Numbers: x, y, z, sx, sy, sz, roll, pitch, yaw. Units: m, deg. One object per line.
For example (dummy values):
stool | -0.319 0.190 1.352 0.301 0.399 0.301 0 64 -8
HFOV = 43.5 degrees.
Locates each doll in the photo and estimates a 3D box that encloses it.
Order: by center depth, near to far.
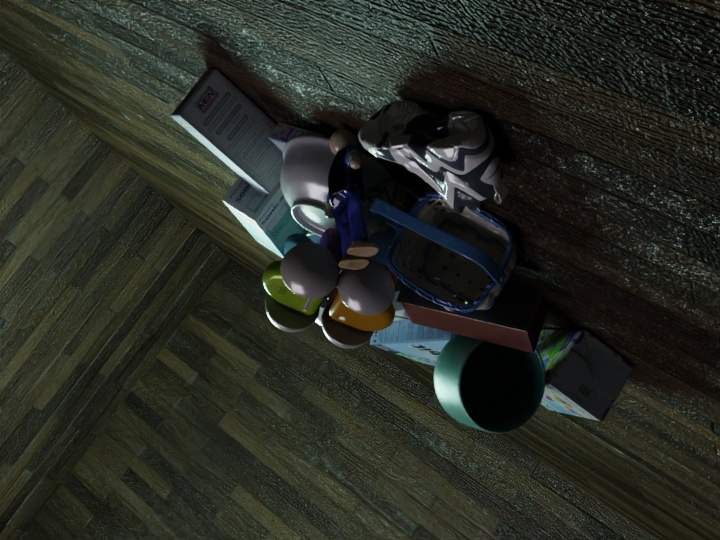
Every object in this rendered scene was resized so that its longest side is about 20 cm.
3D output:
doll | -0.019 -0.104 1.235 0.048 0.201 0.137 1 155 -20

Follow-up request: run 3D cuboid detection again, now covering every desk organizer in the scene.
desk organizer | 0.162 0.052 1.301 0.199 0.072 0.077 13 156 26

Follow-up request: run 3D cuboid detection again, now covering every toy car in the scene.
toy car | -0.040 0.010 1.319 0.199 0.151 0.175 16 149 -8

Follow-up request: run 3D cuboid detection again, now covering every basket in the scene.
basket | 0.118 -0.026 1.189 0.176 0.140 0.200 31 176 30

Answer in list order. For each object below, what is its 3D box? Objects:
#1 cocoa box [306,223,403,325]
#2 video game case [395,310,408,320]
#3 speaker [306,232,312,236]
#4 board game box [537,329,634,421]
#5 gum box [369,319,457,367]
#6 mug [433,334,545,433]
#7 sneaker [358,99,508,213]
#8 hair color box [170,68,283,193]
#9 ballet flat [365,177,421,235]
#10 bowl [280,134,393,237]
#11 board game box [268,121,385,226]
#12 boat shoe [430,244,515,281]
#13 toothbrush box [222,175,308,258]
cocoa box | 0.000 0.000 1.487 0.133 0.199 0.132 17 117 62
video game case | 0.054 0.076 1.607 0.143 0.018 0.199 19 172 -42
speaker | -0.018 -0.042 1.798 0.200 0.089 0.088 41 170 -28
board game box | 0.332 0.164 1.457 0.105 0.103 0.200 36 171 -7
gum box | 0.144 0.125 1.542 0.169 0.045 0.199 21 162 -36
mug | 0.201 0.156 1.387 0.153 0.185 0.114 60 160 -12
sneaker | 0.088 -0.118 1.018 0.198 0.080 0.130 10 146 48
hair color box | -0.203 -0.229 1.496 0.200 0.099 0.061 41 170 -26
ballet flat | 0.073 -0.075 1.335 0.072 0.072 0.200 30 170 33
bowl | -0.045 -0.109 1.372 0.200 0.091 0.201 22 158 9
board game box | -0.047 -0.157 1.479 0.134 0.034 0.200 26 166 50
boat shoe | 0.160 0.000 1.376 0.072 0.070 0.200 46 165 -23
toothbrush box | -0.151 -0.128 1.664 0.085 0.147 0.200 32 169 22
